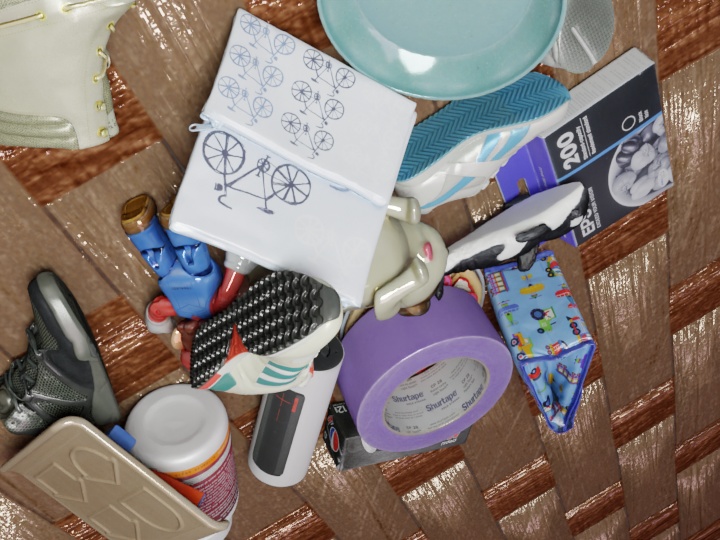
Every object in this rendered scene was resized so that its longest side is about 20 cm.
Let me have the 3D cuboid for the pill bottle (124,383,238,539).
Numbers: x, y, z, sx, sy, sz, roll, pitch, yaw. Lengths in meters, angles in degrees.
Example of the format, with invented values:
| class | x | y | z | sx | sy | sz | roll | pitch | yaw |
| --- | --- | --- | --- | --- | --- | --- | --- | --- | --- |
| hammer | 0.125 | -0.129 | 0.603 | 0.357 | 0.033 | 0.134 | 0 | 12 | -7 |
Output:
| class | x | y | z | sx | sy | sz | roll | pitch | yaw |
| --- | --- | --- | --- | --- | --- | --- | --- | --- | --- |
| pill bottle | -0.200 | 0.236 | 0.888 | 0.112 | 0.113 | 0.201 | -15 | 132 | -17 |

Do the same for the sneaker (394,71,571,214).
| class | x | y | z | sx | sy | sz | roll | pitch | yaw |
| --- | --- | --- | --- | --- | --- | --- | --- | --- | --- |
| sneaker | 0.121 | -0.131 | 0.786 | 0.199 | 0.077 | 0.081 | -27 | 143 | 5 |

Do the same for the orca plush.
| class | x | y | z | sx | sy | sz | roll | pitch | yaw |
| --- | --- | --- | --- | --- | --- | --- | --- | --- | --- |
| orca plush | 0.168 | -0.020 | 0.849 | 0.199 | 0.105 | 0.071 | -34 | 111 | -6 |

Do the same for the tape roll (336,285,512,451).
| class | x | y | z | sx | sy | sz | roll | pitch | yaw |
| --- | --- | --- | --- | --- | --- | --- | --- | --- | --- |
| tape roll | 0.074 | 0.119 | 0.913 | 0.198 | 0.085 | 0.201 | -14 | 136 | -14 |

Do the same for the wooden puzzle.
| class | x | y | z | sx | sy | sz | roll | pitch | yaw |
| --- | --- | --- | --- | --- | --- | --- | --- | --- | --- |
| wooden puzzle | -0.250 | 0.221 | 0.792 | 0.200 | 0.047 | 0.185 | 40 | 135 | -18 |

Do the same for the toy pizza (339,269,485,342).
| class | x | y | z | sx | sy | sz | roll | pitch | yaw |
| --- | --- | --- | --- | --- | --- | --- | --- | --- | --- |
| toy pizza | 0.070 | 0.063 | 0.945 | 0.198 | 0.032 | 0.202 | -15 | 133 | -17 |

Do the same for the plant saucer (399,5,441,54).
| class | x | y | z | sx | sy | sz | roll | pitch | yaw |
| --- | --- | --- | --- | --- | --- | --- | --- | --- | --- |
| plant saucer | 0.109 | -0.266 | 0.684 | 0.198 | 0.038 | 0.202 | -15 | 132 | -16 |

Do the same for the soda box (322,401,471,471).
| class | x | y | z | sx | sy | sz | roll | pitch | yaw |
| --- | --- | --- | --- | --- | --- | --- | --- | --- | --- |
| soda box | 0.054 | 0.207 | 1.038 | 0.198 | 0.063 | 0.071 | -7 | 130 | -24 |

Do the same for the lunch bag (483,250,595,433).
| class | x | y | z | sx | sy | sz | roll | pitch | yaw |
| --- | --- | --- | --- | --- | --- | --- | --- | --- | --- |
| lunch bag | 0.228 | 0.103 | 0.978 | 0.093 | 0.151 | 0.201 | -15 | 138 | 3 |

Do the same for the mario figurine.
| class | x | y | z | sx | sy | sz | roll | pitch | yaw |
| --- | --- | --- | --- | --- | --- | --- | --- | --- | --- |
| mario figurine | -0.157 | 0.012 | 0.747 | 0.106 | 0.123 | 0.201 | -37 | 129 | -31 |

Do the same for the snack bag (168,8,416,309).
| class | x | y | z | sx | sy | sz | roll | pitch | yaw |
| --- | --- | --- | --- | --- | --- | --- | --- | --- | --- |
| snack bag | -0.051 | -0.090 | 0.646 | 0.187 | 0.021 | 0.202 | 24 | 74 | -24 |

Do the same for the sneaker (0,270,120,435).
| class | x | y | z | sx | sy | sz | roll | pitch | yaw |
| --- | --- | --- | --- | --- | --- | --- | --- | --- | --- |
| sneaker | -0.305 | 0.094 | 0.736 | 0.113 | 0.076 | 0.201 | -20 | 140 | -21 |

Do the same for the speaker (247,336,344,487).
| class | x | y | z | sx | sy | sz | roll | pitch | yaw |
| --- | --- | --- | --- | --- | --- | --- | --- | --- | --- |
| speaker | -0.079 | 0.162 | 0.915 | 0.080 | 0.081 | 0.201 | -2 | 129 | -27 |

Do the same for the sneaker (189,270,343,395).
| class | x | y | z | sx | sy | sz | roll | pitch | yaw |
| --- | --- | --- | --- | --- | --- | --- | --- | --- | --- |
| sneaker | -0.064 | 0.060 | 0.659 | 0.093 | 0.071 | 0.199 | 17 | 147 | -37 |

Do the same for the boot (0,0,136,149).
| class | x | y | z | sx | sy | sz | roll | pitch | yaw |
| --- | --- | --- | --- | --- | --- | --- | --- | --- | --- |
| boot | -0.194 | -0.174 | 0.572 | 0.198 | 0.072 | 0.156 | -12 | 132 | -12 |

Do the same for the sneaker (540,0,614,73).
| class | x | y | z | sx | sy | sz | roll | pitch | yaw |
| --- | --- | --- | --- | --- | --- | --- | --- | --- | --- |
| sneaker | 0.183 | -0.273 | 0.649 | 0.070 | 0.080 | 0.202 | 9 | 103 | -25 |

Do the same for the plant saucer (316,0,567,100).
| class | x | y | z | sx | sy | sz | roll | pitch | yaw |
| --- | --- | --- | --- | --- | --- | --- | --- | --- | --- |
| plant saucer | 0.064 | -0.222 | 0.619 | 0.198 | 0.036 | 0.201 | 6 | 148 | 4 |

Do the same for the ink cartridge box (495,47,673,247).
| class | x | y | z | sx | sy | sz | roll | pitch | yaw |
| --- | --- | --- | --- | --- | --- | --- | --- | --- | --- |
| ink cartridge box | 0.258 | -0.119 | 0.886 | 0.199 | 0.044 | 0.199 | -32 | 135 | 2 |

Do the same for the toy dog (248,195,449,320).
| class | x | y | z | sx | sy | sz | roll | pitch | yaw |
| --- | --- | --- | --- | --- | --- | --- | --- | --- | --- |
| toy dog | 0.000 | 0.000 | 0.777 | 0.198 | 0.141 | 0.194 | -3 | 156 | -32 |
